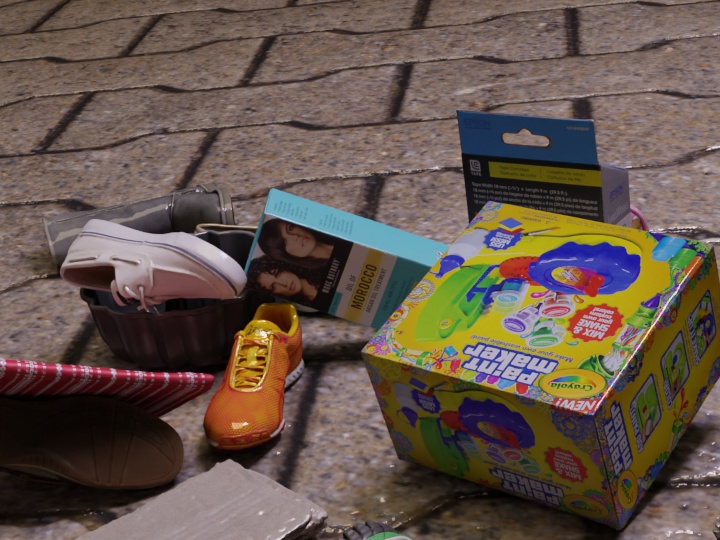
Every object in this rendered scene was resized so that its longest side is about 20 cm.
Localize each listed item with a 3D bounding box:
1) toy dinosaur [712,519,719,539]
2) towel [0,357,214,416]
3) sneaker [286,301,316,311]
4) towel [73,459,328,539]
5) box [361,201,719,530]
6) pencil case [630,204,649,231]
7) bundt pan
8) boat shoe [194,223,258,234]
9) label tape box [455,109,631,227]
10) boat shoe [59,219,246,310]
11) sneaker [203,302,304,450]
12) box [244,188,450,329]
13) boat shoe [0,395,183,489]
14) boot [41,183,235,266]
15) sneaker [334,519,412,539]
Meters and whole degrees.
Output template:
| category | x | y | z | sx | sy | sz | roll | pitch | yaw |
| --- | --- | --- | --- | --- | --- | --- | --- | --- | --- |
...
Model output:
| category | x | y | z | sx | sy | sz | roll | pitch | yaw |
| --- | --- | --- | --- | --- | --- | --- | --- | --- | --- |
| toy dinosaur | 0.270 | 0.206 | 0.947 | 0.088 | 0.047 | 0.200 | -18 | 21 | 15 |
| towel | -0.236 | 0.095 | 1.228 | 0.200 | 0.023 | 0.145 | 6 | -18 | -27 |
| sneaker | 0.022 | 0.001 | 1.476 | 0.200 | 0.075 | 0.085 | 7 | 28 | 29 |
| towel | -0.132 | 0.205 | 1.095 | 0.200 | 0.035 | 0.132 | -24 | 26 | -32 |
| box | 0.145 | 0.065 | 1.156 | 0.200 | 0.122 | 0.193 | 13 | 47 | 35 |
| pencil case | 0.207 | -0.054 | 1.539 | 0.083 | 0.087 | 0.200 | -44 | 29 | -4 |
| bundt pan | -0.163 | 0.033 | 1.454 | 0.202 | 0.076 | 0.202 | -6 | 22 | 2 |
| boat shoe | -0.071 | -0.027 | 1.585 | 0.200 | 0.063 | 0.073 | -5 | 23 | 7 |
| label tape box | 0.173 | -0.057 | 1.400 | 0.144 | 0.200 | 0.063 | 9 | 28 | 34 |
| boat shoe | -0.192 | 0.005 | 1.365 | 0.200 | 0.071 | 0.070 | 13 | 58 | 34 |
| sneaker | -0.095 | 0.088 | 1.304 | 0.073 | 0.077 | 0.200 | -3 | 25 | 8 |
| box | 0.000 | 0.000 | 1.371 | 0.200 | 0.082 | 0.049 | 17 | 30 | -5 |
| boat shoe | -0.244 | 0.139 | 1.224 | 0.200 | 0.072 | 0.072 | 5 | -14 | -12 |
| boot | -0.246 | -0.048 | 1.683 | 0.200 | 0.073 | 0.182 | -8 | 8 | -17 |
| sneaker | -0.016 | 0.222 | 0.957 | 0.085 | 0.078 | 0.200 | 14 | 30 | 40 |
